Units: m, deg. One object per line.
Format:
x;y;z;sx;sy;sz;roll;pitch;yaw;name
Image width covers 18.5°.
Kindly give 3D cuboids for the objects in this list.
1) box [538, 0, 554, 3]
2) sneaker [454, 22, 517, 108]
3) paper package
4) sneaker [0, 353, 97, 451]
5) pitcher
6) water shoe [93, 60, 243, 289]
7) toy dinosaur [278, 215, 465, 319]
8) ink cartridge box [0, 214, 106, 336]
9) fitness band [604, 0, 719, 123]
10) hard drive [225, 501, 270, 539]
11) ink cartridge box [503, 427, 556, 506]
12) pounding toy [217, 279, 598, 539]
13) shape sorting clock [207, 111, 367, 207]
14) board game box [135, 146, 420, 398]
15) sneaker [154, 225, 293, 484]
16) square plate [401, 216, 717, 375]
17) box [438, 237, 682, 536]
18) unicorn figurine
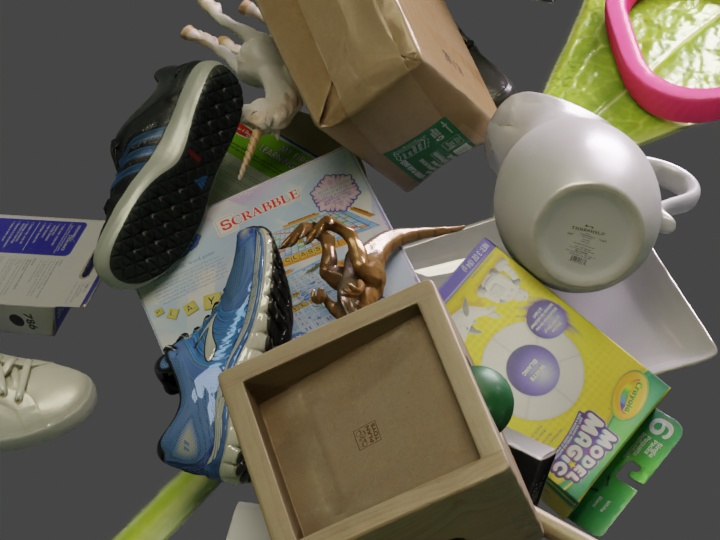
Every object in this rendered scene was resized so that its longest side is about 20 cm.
0.133;-0.320;1.915;0.148;0.108;0.200;14;28;19;box
0.050;-0.189;1.862;0.075;0.080;0.200;-38;55;-27;sneaker
0.007;-0.182;1.731;0.103;0.200;0.191;-29;68;13;paper package
-0.297;0.082;1.639;0.199;0.085;0.073;0;45;5;sneaker
0.181;-0.056;1.646;0.170;0.122;0.200;10;21;-5;pitcher
-0.157;-0.071;1.694;0.079;0.072;0.201;5;58;41;water shoe
0.000;0.000;1.594;0.060;0.106;0.200;-33;20;34;toy dinosaur
-0.273;0.002;1.721;0.199;0.039;0.100;3;45;26;ink cartridge box
0.284;-0.201;1.875;0.143;0.038;0.201;-9;45;-2;fitness band
0.001;0.222;1.462;0.199;0.025;0.132;6;47;11;hard drive
0.031;0.130;1.540;0.199;0.095;0.037;25;18;23;ink cartridge box
0.042;0.132;1.440;0.199;0.142;0.185;-24;54;3;pounding toy
-0.091;-0.052;1.772;0.199;0.039;0.201;-6;56;9;shape sorting clock
-0.059;0.023;1.665;0.199;0.041;0.200;-23;54;-4;board game box
-0.102;0.054;1.580;0.089;0.079;0.201;4;58;13;sneaker
0.140;0.031;1.676;0.197;0.029;0.201;-17;47;-10;square plate
0.126;0.084;1.567;0.200;0.048;0.117;39;68;7;box
-0.078;-0.166;1.788;0.137;0.074;0.200;36;35;19;unicorn figurine
